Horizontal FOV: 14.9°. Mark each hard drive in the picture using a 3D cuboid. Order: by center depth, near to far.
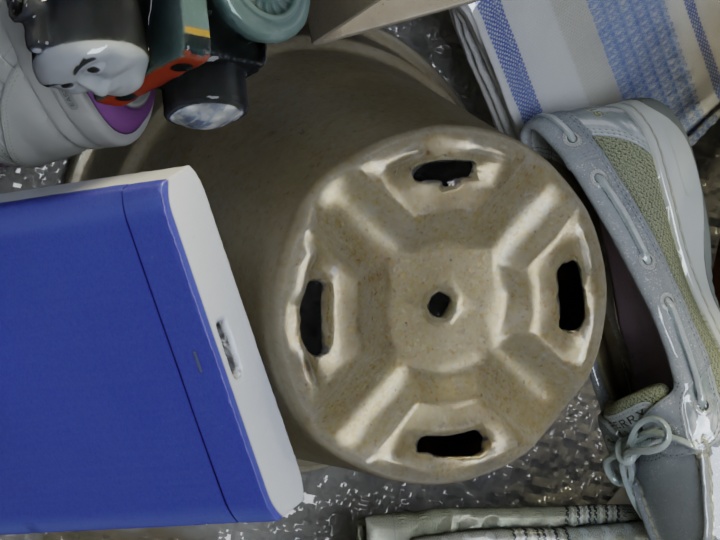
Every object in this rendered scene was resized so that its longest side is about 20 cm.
[{"bbox_3d":[-0.124,0.036,1.040,0.025,0.199,0.132,-36,113,-49],"label":"hard drive"}]

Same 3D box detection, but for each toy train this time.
[{"bbox_3d":[-0.085,-0.151,1.005,0.114,0.085,0.201,7,71,-40],"label":"toy train"}]

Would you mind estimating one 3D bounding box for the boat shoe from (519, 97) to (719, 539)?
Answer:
[{"bbox_3d":[0.113,0.030,1.125,0.065,0.074,0.203,-8,85,-30],"label":"boat shoe"}]

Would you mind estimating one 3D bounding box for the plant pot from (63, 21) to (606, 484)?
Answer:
[{"bbox_3d":[0.000,0.000,1.083,0.200,0.183,0.201,-3,99,-22],"label":"plant pot"}]

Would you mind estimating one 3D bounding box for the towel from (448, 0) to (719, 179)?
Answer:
[{"bbox_3d":[0.129,-0.118,1.173,0.200,0.024,0.147,-41,131,-17],"label":"towel"}]

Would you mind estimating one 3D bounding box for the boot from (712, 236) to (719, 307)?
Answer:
[{"bbox_3d":[0.180,-0.014,1.144,0.076,0.155,0.201,13,68,12],"label":"boot"}]

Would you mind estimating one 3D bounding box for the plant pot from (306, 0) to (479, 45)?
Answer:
[{"bbox_3d":[0.074,-0.211,1.012,0.199,0.200,0.178,-17,88,-21],"label":"plant pot"}]

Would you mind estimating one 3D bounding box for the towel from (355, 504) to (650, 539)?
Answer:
[{"bbox_3d":[0.086,0.194,1.162,0.199,0.035,0.193,0,103,-16],"label":"towel"}]

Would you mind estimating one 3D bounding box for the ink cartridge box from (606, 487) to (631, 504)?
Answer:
[{"bbox_3d":[0.194,0.167,1.248,0.200,0.068,0.115,41,83,-21],"label":"ink cartridge box"}]

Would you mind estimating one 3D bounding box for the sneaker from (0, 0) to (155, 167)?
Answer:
[{"bbox_3d":[-0.159,-0.126,1.042,0.075,0.099,0.201,-42,111,-55],"label":"sneaker"}]
